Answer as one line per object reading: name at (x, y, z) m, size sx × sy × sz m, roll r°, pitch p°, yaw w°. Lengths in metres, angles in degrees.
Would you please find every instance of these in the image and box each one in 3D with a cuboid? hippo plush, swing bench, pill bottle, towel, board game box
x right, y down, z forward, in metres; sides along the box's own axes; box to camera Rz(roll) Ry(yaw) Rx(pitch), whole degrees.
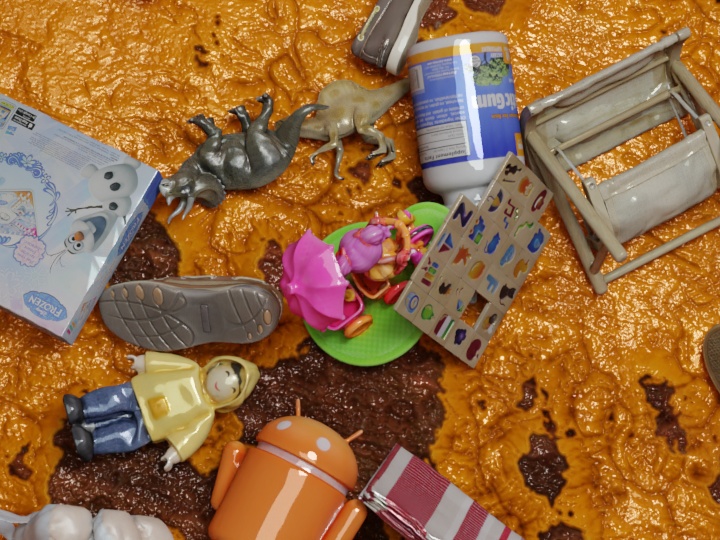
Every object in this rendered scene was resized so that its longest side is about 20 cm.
hippo plush at (-0.283, 0.312, 1.486) m, size 0.198 × 0.159 × 0.163 m, roll 6°, pitch 76°, yaw -4°
swing bench at (0.297, -0.117, 1.647) m, size 0.198 × 0.130 × 0.201 m, roll -26°, pitch 75°, yaw -9°
pill bottle at (0.115, -0.143, 1.636) m, size 0.111 × 0.112 × 0.202 m, roll -9°, pitch 90°, yaw -6°
towel at (0.098, 0.256, 1.544) m, size 0.199 × 0.144 × 0.023 m, roll 37°, pitch 110°, yaw 4°
board game box at (-0.337, -0.054, 1.609) m, size 0.199 × 0.043 × 0.200 m, roll 26°, pitch 76°, yaw 12°

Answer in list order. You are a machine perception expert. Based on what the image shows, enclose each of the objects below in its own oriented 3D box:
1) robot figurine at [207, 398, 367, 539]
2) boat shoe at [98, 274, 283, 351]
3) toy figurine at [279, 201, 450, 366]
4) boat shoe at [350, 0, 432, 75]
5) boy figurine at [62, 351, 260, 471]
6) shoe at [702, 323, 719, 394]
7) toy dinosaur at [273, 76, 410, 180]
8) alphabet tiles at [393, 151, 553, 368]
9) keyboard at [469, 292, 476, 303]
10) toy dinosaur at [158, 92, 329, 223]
robot figurine at (-0.078, 0.231, 1.543) m, size 0.116 × 0.143 × 0.201 m, roll 35°, pitch 76°, yaw -25°
boat shoe at (-0.172, 0.040, 1.604) m, size 0.198 × 0.072 × 0.077 m, roll 4°, pitch 106°, yaw 13°
toy figurine at (0.000, 0.000, 1.531) m, size 0.200 × 0.184 × 0.151 m, roll -39°, pitch 75°, yaw 10°
boat shoe at (0.052, -0.311, 1.699) m, size 0.059 × 0.072 × 0.201 m, roll 21°, pitch 75°, yaw 8°
boy figurine at (-0.196, 0.140, 1.582) m, size 0.198 × 0.064 × 0.125 m, roll -14°, pitch 76°, yaw -4°
shoe at (0.437, 0.139, 1.641) m, size 0.070 × 0.053 × 0.200 m, roll -43°, pitch 78°, yaw 21°
toy dinosaur at (0.001, -0.163, 1.668) m, size 0.198 × 0.058 × 0.102 m, roll -23°, pitch 79°, yaw -9°
alphabet tiles at (0.126, -0.015, 1.589) m, size 0.008 × 0.167 × 0.201 m, roll 26°, pitch 83°, yaw 40°
keyboard at (0.027, 0.002, 1.658) m, size 0.198 × 0.011 × 0.057 m, roll 3°, pitch 82°, yaw -3°
toy dinosaur at (-0.125, -0.125, 1.648) m, size 0.198 × 0.077 × 0.103 m, roll -18°, pitch 89°, yaw -8°
